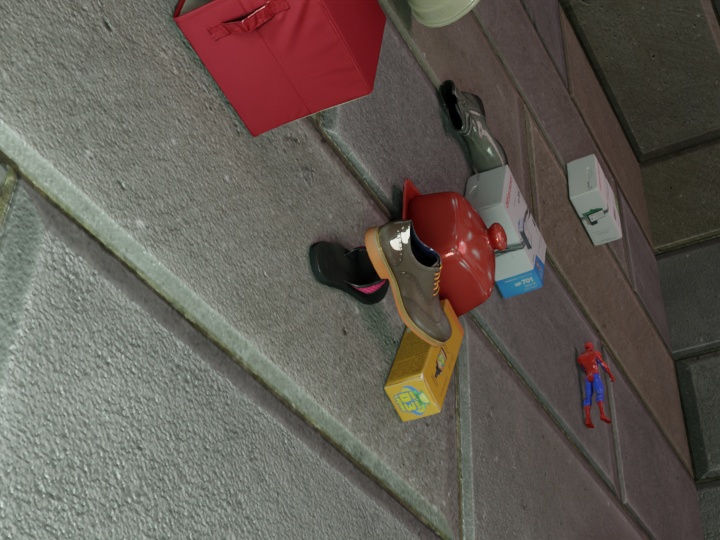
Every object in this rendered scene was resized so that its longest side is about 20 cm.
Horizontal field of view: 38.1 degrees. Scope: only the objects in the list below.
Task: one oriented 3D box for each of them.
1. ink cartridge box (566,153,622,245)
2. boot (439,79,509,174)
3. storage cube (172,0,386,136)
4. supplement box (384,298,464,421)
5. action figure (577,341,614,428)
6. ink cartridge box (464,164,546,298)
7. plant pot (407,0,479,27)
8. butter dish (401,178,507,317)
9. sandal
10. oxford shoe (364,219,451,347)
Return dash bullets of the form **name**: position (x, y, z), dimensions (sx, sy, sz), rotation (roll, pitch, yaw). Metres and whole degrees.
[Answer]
- **ink cartridge box**: position (0.632, -0.191, 2.821), dimensions (0.200, 0.084, 0.147), rotation (52, 31, -38)
- **boot**: position (0.208, -0.260, 1.990), dimensions (0.130, 0.067, 0.201), rotation (4, 63, -61)
- **storage cube**: position (-0.088, -0.297, 1.234), dimensions (0.180, 0.170, 0.201), rotation (56, 28, -36)
- **supplement box**: position (0.092, 0.123, 1.470), dimensions (0.067, 0.068, 0.200), rotation (62, 25, -20)
- **action figure**: position (0.529, 0.258, 2.324), dimensions (0.099, 0.065, 0.201), rotation (34, 45, -43)
- **ink cartridge box**: position (0.273, -0.074, 1.970), dimensions (0.201, 0.085, 0.147), rotation (61, 27, -28)
- **plant pot**: position (0.115, -0.571, 1.862), dimensions (0.183, 0.200, 0.202), rotation (31, 46, -40)
- **butter dish**: position (0.156, -0.034, 1.611), dimensions (0.200, 0.147, 0.201), rotation (52, 32, -39)
- **sandal**: position (0.000, 0.000, 1.376), dimensions (0.200, 0.045, 0.076), rotation (15, 60, -62)
- **oxford shoe**: position (0.081, 0.019, 1.388), dimensions (0.201, 0.072, 0.072), rotation (57, 27, -27)
